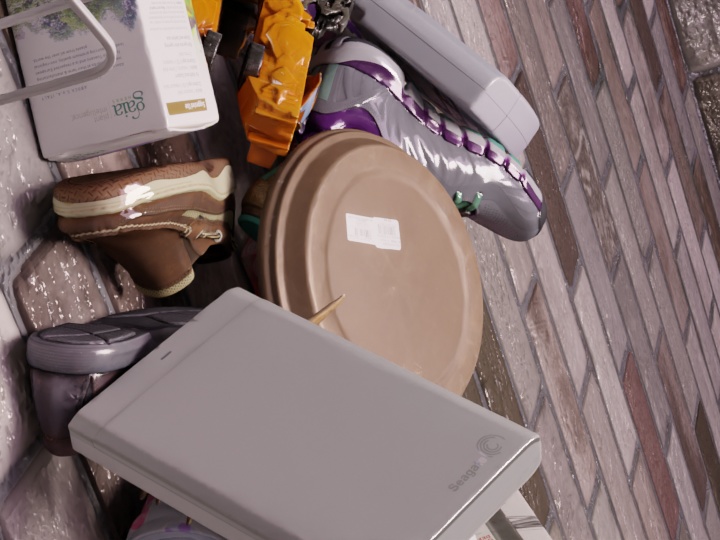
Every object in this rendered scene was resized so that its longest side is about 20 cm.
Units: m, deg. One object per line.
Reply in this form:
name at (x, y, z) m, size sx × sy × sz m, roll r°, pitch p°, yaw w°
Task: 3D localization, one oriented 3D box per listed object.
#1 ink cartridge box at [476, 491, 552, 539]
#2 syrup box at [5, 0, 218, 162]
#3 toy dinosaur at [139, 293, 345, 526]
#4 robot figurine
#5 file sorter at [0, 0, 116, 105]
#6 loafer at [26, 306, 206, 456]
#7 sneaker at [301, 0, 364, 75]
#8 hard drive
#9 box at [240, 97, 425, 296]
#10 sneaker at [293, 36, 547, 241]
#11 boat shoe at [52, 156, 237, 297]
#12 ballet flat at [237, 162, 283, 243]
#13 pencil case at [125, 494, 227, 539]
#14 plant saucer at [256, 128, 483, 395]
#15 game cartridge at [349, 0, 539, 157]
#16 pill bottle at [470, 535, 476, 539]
ink cartridge box at (0.078, 0.224, 1.389) m, size 0.200 × 0.082 × 0.148 m, roll -124°, pitch -152°, yaw -57°
syrup box at (-0.149, -0.167, 1.167) m, size 0.081 × 0.078 × 0.201 m, roll -25°, pitch 102°, yaw -71°
toy dinosaur at (-0.057, 0.107, 1.101) m, size 0.106 × 0.060 × 0.201 m, roll 14°, pitch 64°, yaw -43°
robot figurine at (-0.080, -0.151, 1.312) m, size 0.201 × 0.144 × 0.058 m, roll -83°, pitch -168°, yaw -52°
file sorter at (-0.187, -0.193, 1.006) m, size 0.139 × 0.124 × 0.201 m, roll 50°, pitch 33°, yaw -52°
loafer at (-0.120, 0.057, 1.151) m, size 0.200 × 0.071 × 0.063 m, roll -8°, pitch 104°, yaw -65°
sneaker at (-0.026, -0.165, 1.533) m, size 0.200 × 0.080 × 0.089 m, roll 36°, pitch 39°, yaw -71°
hard drive at (-0.029, 0.086, 1.043) m, size 0.132 × 0.199 × 0.026 m, roll -40°, pitch 141°, yaw -35°
box at (-0.002, -0.030, 1.468) m, size 0.200 × 0.102 × 0.095 m, roll -71°, pitch 144°, yaw -58°
sneaker at (0.034, -0.062, 1.379) m, size 0.200 × 0.074 × 0.088 m, roll 36°, pitch 57°, yaw -20°
boat shoe at (-0.112, -0.023, 1.196) m, size 0.202 × 0.074 × 0.075 m, roll -18°, pitch 101°, yaw -71°
ballet flat at (0.000, 0.000, 1.326) m, size 0.072 × 0.068 × 0.200 m, roll -53°, pitch 124°, yaw -17°
pencil case at (-0.074, 0.126, 1.196) m, size 0.200 × 0.083 × 0.091 m, roll -71°, pitch 161°, yaw -56°
plant saucer at (0.013, 0.010, 1.274) m, size 0.199 × 0.029 × 0.202 m, roll 17°, pitch 67°, yaw -46°
game cartridge at (0.062, -0.132, 1.443) m, size 0.133 × 0.042 × 0.200 m, roll 35°, pitch 0°, yaw 12°
pill bottle at (0.018, 0.196, 1.204) m, size 0.109 × 0.108 × 0.201 m, roll -72°, pitch 158°, yaw -56°
